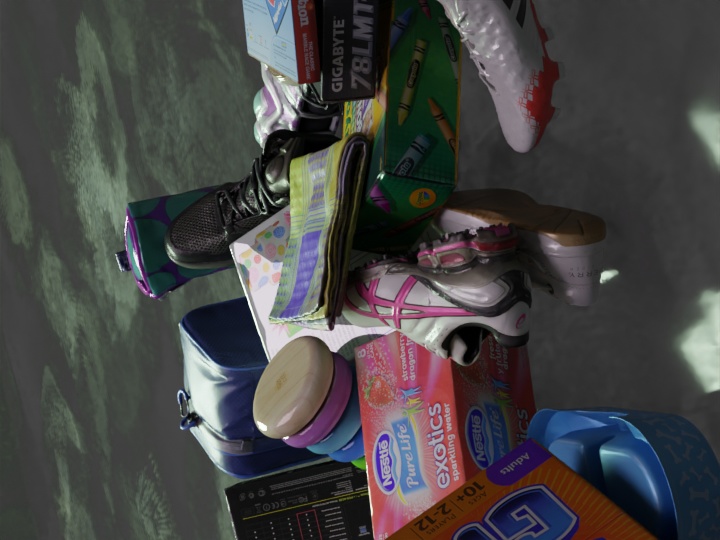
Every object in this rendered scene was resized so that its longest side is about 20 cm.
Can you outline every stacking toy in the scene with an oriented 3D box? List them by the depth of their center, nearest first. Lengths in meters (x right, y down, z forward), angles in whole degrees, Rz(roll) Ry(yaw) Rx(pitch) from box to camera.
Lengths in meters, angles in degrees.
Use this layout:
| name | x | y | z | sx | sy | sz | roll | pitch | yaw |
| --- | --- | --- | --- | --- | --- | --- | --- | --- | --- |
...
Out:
| name | x | y | z | sx | sy | sz | roll | pitch | yaw |
| --- | --- | --- | --- | --- | --- | --- | --- | --- | --- |
| stacking toy | 0.014 | 0.131 | 1.492 | 0.085 | 0.200 | 0.085 | -38 | 34 | 32 |

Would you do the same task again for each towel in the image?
| name | x | y | z | sx | sy | sz | roll | pitch | yaw |
| --- | --- | --- | --- | --- | --- | --- | --- | --- | --- |
| towel | -0.034 | -0.027 | 1.422 | 0.200 | 0.023 | 0.144 | 176 | 103 | -76 |

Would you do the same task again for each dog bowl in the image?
| name | x | y | z | sx | sy | sz | roll | pitch | yaw |
| --- | --- | --- | --- | --- | --- | --- | --- | --- | --- |
| dog bowl | 0.182 | 0.146 | 1.298 | 0.200 | 0.050 | 0.112 | -2 | 100 | 67 |

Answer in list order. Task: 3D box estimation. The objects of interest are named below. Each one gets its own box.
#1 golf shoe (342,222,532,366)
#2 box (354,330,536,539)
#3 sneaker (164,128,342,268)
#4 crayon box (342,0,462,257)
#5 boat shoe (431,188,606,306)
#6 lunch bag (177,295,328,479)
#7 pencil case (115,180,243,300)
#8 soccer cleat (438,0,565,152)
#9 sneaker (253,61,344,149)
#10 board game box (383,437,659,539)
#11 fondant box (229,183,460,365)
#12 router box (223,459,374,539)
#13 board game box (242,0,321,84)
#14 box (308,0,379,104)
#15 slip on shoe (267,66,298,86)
| name | x | y | z | sx | sy | sz | roll | pitch | yaw |
| --- | --- | --- | --- | --- | --- | --- | --- | --- | --- |
| golf shoe | 0.047 | 0.027 | 1.339 | 0.200 | 0.073 | 0.092 | -16 | 86 | 58 |
| box | 0.069 | 0.143 | 1.411 | 0.103 | 0.095 | 0.200 | -23 | 64 | 41 |
| sneaker | -0.087 | -0.065 | 1.600 | 0.114 | 0.199 | 0.076 | 46 | -149 | -63 |
| crayon box | 0.030 | -0.126 | 1.406 | 0.119 | 0.058 | 0.200 | 124 | 153 | -59 |
| boat shoe | 0.106 | -0.015 | 1.362 | 0.200 | 0.071 | 0.069 | 26 | 124 | 61 |
| lunch bag | -0.068 | 0.103 | 1.674 | 0.136 | 0.200 | 0.133 | -135 | 36 | -56 |
| pencil case | -0.118 | -0.033 | 1.719 | 0.085 | 0.200 | 0.093 | -170 | 69 | -69 |
| soccer cleat | 0.087 | -0.177 | 1.298 | 0.069 | 0.085 | 0.200 | -153 | 53 | -62 |
| sneaker | -0.035 | -0.147 | 1.621 | 0.140 | 0.078 | 0.200 | -137 | 39 | -55 |
| board game box | 0.113 | 0.278 | 1.240 | 0.200 | 0.200 | 0.200 | 38 | 153 | 45 |
| fondant box | 0.000 | 0.000 | 1.519 | 0.200 | 0.058 | 0.144 | -32 | 69 | 31 |
| router box | -0.001 | 0.232 | 1.591 | 0.062 | 0.200 | 0.150 | 16 | -119 | -84 |
| board game box | -0.063 | -0.201 | 1.395 | 0.200 | 0.019 | 0.103 | -137 | 39 | -71 |
| box | -0.031 | -0.252 | 1.382 | 0.199 | 0.050 | 0.200 | -115 | 22 | -56 |
| slip on shoe | -0.062 | -0.252 | 1.562 | 0.076 | 0.061 | 0.200 | -8 | 71 | 45 |
